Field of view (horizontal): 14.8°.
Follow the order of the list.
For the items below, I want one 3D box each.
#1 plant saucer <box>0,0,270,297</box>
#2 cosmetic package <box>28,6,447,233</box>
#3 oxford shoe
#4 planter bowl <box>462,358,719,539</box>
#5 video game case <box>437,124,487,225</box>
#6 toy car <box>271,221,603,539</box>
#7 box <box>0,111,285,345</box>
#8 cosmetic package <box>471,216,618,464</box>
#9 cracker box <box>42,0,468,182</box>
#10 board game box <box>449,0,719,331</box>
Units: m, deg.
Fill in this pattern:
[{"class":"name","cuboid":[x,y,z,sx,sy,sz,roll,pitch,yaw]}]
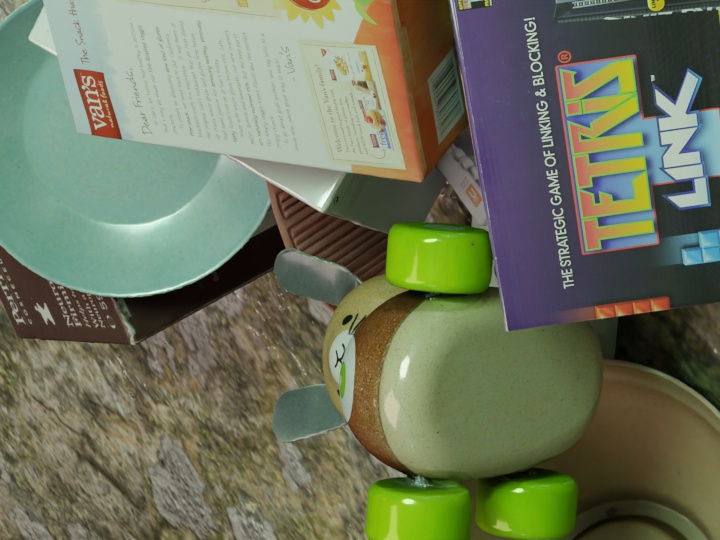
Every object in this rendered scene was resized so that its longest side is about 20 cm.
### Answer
[{"class":"plant saucer","cuboid":[-0.146,-0.084,1.698,0.039,0.201,0.201,-93,-18,-74]},{"class":"cosmetic package","cuboid":[-0.064,-0.089,1.523,0.200,0.052,0.151,31,-177,19]},{"class":"oxford shoe","cuboid":[0.000,0.000,1.630,0.200,0.070,0.075,62,176,-5]},{"class":"planter bowl","cuboid":[0.137,0.166,1.557,0.200,0.200,0.135,46,177,28]},{"class":"video game case","cuboid":[0.047,-0.138,1.455,0.182,0.023,0.200,54,153,12]},{"class":"toy car","cuboid":[0.015,0.049,1.496,0.200,0.158,0.165,10,98,46]},{"class":"box","cuboid":[-0.157,-0.058,1.854,0.200,0.164,0.166,-1,116,61]},{"class":"cosmetic package","cuboid":[0.106,0.011,1.583,0.083,0.051,0.200,44,149,34]},{"class":"cracker box","cuboid":[-0.055,-0.123,1.327,0.200,0.058,0.134,9,129,27]},{"class":"board game box","cuboid":[0.135,-0.075,1.319,0.057,0.165,0.200,-93,-8,-57]}]
